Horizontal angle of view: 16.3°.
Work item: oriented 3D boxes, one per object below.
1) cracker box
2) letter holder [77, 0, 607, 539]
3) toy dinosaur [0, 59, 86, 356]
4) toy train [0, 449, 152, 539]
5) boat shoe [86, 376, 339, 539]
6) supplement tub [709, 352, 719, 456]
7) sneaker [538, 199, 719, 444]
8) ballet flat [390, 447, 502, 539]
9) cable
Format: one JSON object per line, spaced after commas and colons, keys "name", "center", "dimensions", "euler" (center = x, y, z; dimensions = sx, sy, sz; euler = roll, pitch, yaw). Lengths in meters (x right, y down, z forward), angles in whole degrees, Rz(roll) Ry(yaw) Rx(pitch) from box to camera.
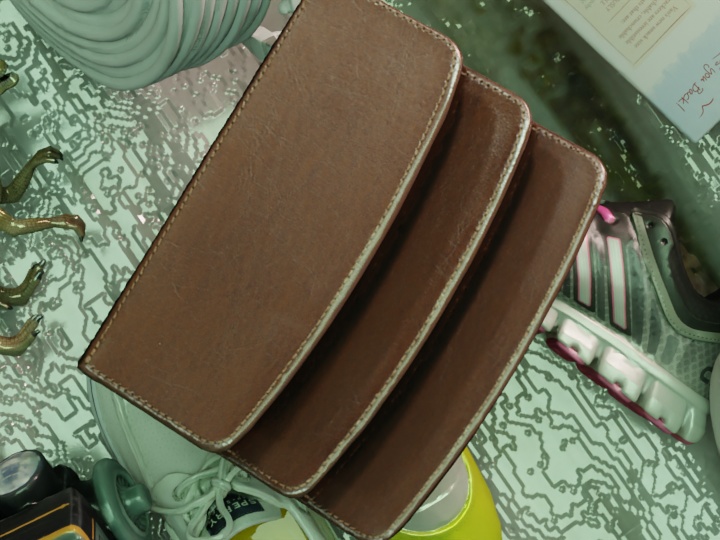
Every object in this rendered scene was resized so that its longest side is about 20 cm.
{"name": "cracker box", "center": [0.131, -0.177, 1.157], "dimensions": [0.200, 0.058, 0.134], "euler": [43, 115, -4]}
{"name": "letter holder", "center": [0.000, 0.000, 1.086], "dimensions": [0.142, 0.101, 0.201], "euler": [31, 87, 20]}
{"name": "toy dinosaur", "center": [-0.195, -0.004, 1.169], "dimensions": [0.101, 0.058, 0.201], "euler": [27, 98, -21]}
{"name": "toy train", "center": [-0.108, 0.174, 1.117], "dimensions": [0.085, 0.114, 0.201], "euler": [-23, 120, 10]}
{"name": "boat shoe", "center": [-0.060, 0.110, 1.162], "dimensions": [0.074, 0.086, 0.203], "euler": [-33, 87, -2]}
{"name": "supplement tub", "center": [0.273, 0.064, 1.129], "dimensions": [0.199, 0.145, 0.146], "euler": [-21, 87, -10]}
{"name": "sneaker", "center": [0.103, -0.011, 1.177], "dimensions": [0.200, 0.074, 0.088], "euler": [39, 88, -3]}
{"name": "ballet flat", "center": [0.005, 0.065, 1.174], "dimensions": [0.067, 0.067, 0.201], "euler": [-27, 87, -4]}
{"name": "cable", "center": [-0.120, -0.178, 1.128], "dimensions": [0.069, 0.199, 0.201], "euler": [-35, 123, -31]}
